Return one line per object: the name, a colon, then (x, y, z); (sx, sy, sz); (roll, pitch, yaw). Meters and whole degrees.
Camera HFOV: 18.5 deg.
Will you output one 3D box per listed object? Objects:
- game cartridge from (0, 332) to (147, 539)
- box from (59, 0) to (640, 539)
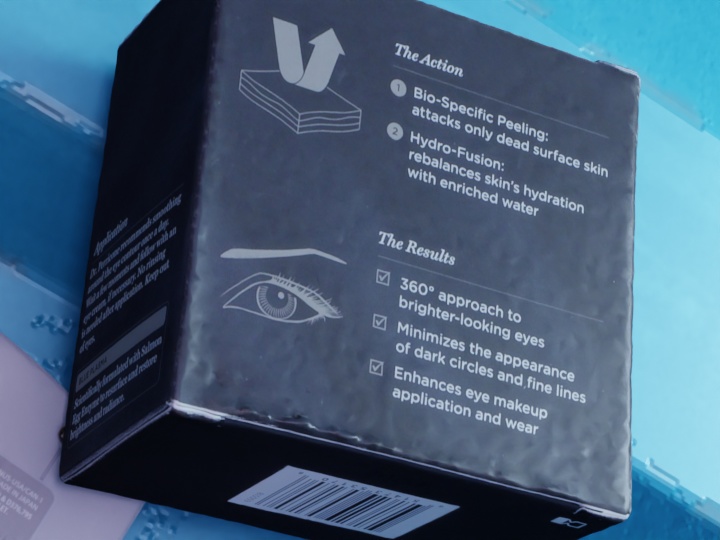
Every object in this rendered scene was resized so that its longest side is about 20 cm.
game cartridge: (-0.187, 0.071, 0.849); (0.200, 0.040, 0.134); (37, 69, -12)
box: (0.000, 0.000, 0.885); (0.196, 0.117, 0.201); (16, 64, -24)
